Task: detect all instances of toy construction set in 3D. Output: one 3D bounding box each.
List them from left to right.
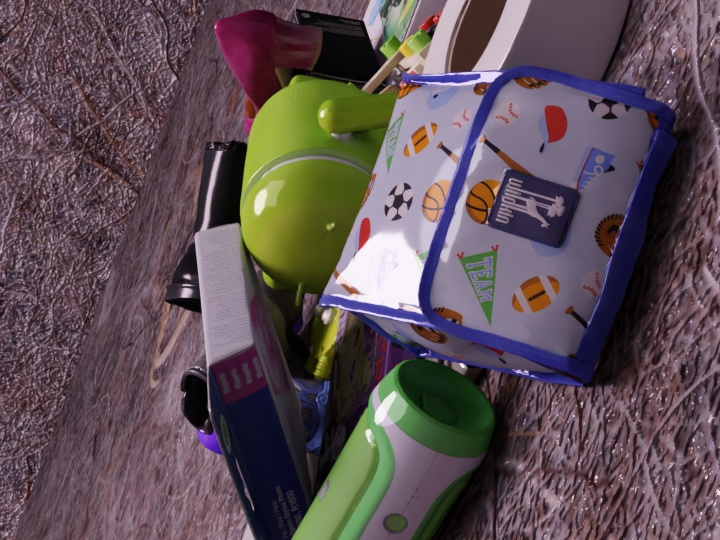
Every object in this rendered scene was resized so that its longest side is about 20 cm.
[{"bbox_3d":[0.046,-0.147,1.284,0.131,0.092,0.200,-45,23,-4],"label":"toy construction set"}]

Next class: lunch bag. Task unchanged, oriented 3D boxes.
[{"bbox_3d":[0.086,-0.028,0.933,0.200,0.124,0.171,11,79,53],"label":"lunch bag"}]

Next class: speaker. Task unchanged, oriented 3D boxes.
[{"bbox_3d":[0.011,0.156,1.022,0.089,0.088,0.200,-96,30,-59],"label":"speaker"}]

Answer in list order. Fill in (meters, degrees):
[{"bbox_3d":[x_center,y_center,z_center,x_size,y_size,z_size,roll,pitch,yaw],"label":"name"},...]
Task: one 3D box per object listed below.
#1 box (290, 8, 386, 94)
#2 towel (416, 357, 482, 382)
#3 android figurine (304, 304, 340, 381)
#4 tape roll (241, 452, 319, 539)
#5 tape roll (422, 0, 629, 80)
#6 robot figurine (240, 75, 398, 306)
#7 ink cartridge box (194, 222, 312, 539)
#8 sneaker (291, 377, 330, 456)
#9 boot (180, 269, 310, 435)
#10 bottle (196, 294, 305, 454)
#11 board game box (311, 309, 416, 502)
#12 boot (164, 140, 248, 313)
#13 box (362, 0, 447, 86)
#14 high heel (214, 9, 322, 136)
[{"bbox_3d":[-0.044,-0.129,1.513,0.141,0.079,0.201,-101,23,-56],"label":"box"},{"bbox_3d":[0.029,0.072,1.165,0.193,0.034,0.200,-89,25,-53],"label":"towel"},{"bbox_3d":[0.000,0.000,1.346,0.182,0.041,0.201,-148,81,-78],"label":"android figurine"},{"bbox_3d":[-0.063,0.246,1.258,0.203,0.037,0.204,-159,90,-76],"label":"tape roll"},{"bbox_3d":[0.114,-0.169,1.115,0.202,0.071,0.203,-160,90,-75],"label":"tape roll"},{"bbox_3d":[-0.030,-0.064,1.173,0.200,0.115,0.176,-89,18,-52],"label":"robot figurine"},{"bbox_3d":[-0.073,0.100,1.138,0.200,0.043,0.197,-104,-1,-51],"label":"ink cartridge box"},{"bbox_3d":[-0.074,0.136,1.358,0.200,0.078,0.076,131,156,-52],"label":"sneaker"},{"bbox_3d":[-0.109,0.093,1.385,0.132,0.070,0.200,-53,-21,-22],"label":"boot"},{"bbox_3d":[-0.103,0.084,1.533,0.084,0.065,0.201,-110,39,-61],"label":"bottle"},{"bbox_3d":[0.009,0.067,1.154,0.120,0.032,0.201,-43,33,52],"label":"board game box"},{"bbox_3d":[-0.130,-0.041,1.456,0.198,0.073,0.163,126,154,-85],"label":"boot"},{"bbox_3d":[0.032,-0.225,1.544,0.145,0.036,0.200,-69,16,1],"label":"box"},{"bbox_3d":[-0.105,-0.175,1.432,0.200,0.096,0.068,138,137,-67],"label":"high heel"}]
